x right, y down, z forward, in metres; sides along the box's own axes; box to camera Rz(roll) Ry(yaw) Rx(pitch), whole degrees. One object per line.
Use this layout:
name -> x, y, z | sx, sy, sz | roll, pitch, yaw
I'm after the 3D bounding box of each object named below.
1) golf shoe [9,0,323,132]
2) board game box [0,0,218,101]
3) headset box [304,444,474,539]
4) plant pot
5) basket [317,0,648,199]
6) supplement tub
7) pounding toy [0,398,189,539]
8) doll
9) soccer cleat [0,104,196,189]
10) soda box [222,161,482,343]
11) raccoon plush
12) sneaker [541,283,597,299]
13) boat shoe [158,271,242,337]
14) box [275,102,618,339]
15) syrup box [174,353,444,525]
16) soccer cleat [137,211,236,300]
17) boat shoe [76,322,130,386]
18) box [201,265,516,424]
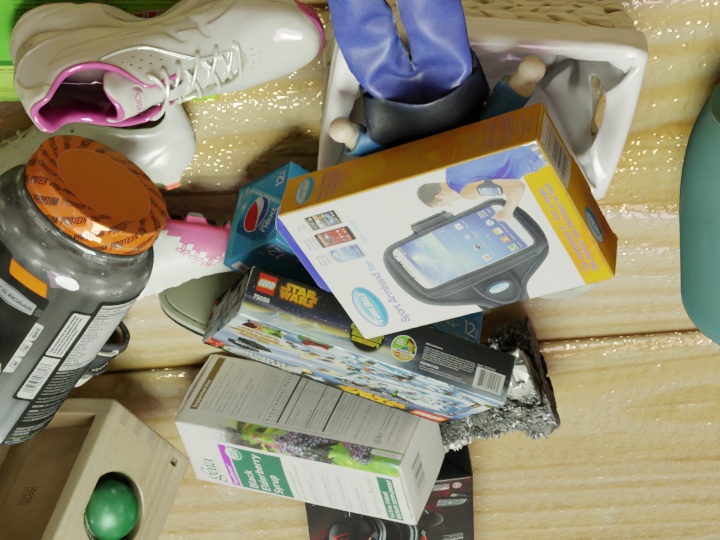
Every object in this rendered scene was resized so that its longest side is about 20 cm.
golf shoe -> -0.120, -0.125, 1.055 | 0.200, 0.092, 0.075 | -7, 134, -2
board game box -> -0.194, -0.164, 1.104 | 0.200, 0.048, 0.102 | -1, 135, -6
headset box -> 0.026, 0.226, 1.510 | 0.149, 0.075, 0.200 | -6, 136, -2
plant pot -> 0.316, -0.058, 1.178 | 0.200, 0.201, 0.161 | -12, 124, 6
basket -> 0.071, -0.135, 1.112 | 0.200, 0.123, 0.136 | 2, 135, -10
supplement tub -> -0.221, 0.013, 1.131 | 0.122, 0.123, 0.200 | 23, 120, -27
pounding toy -> -0.225, 0.216, 1.343 | 0.200, 0.184, 0.142 | -3, 145, 38
doll -> 0.043, -0.111, 1.008 | 0.136, 0.048, 0.200 | -13, 136, 8
soccer cleat -> -0.216, -0.084, 1.176 | 0.200, 0.069, 0.078 | -12, 131, -4
soda box -> 0.000, 0.000, 1.240 | 0.200, 0.068, 0.064 | 30, 146, -32
raccoon plush -> 0.078, 0.091, 1.345 | 0.134, 0.097, 0.200 | -17, 158, 10
sneaker -> 0.063, -0.018, 1.128 | 0.200, 0.078, 0.086 | -5, 171, 15
boat shoe -> -0.062, 0.039, 1.313 | 0.199, 0.075, 0.066 | 2, 152, -16
box -> 0.044, -0.023, 1.039 | 0.200, 0.041, 0.119 | -17, 129, 25
syrup box -> -0.041, 0.135, 1.352 | 0.200, 0.081, 0.079 | 8, 138, 22
soccer cleat -> -0.171, -0.004, 1.237 | 0.200, 0.086, 0.070 | 6, 177, -5
boat shoe -> -0.261, 0.027, 1.274 | 0.060, 0.074, 0.200 | -32, 133, 24
box -> -0.004, 0.057, 1.211 | 0.200, 0.040, 0.137 | 20, 164, -12
